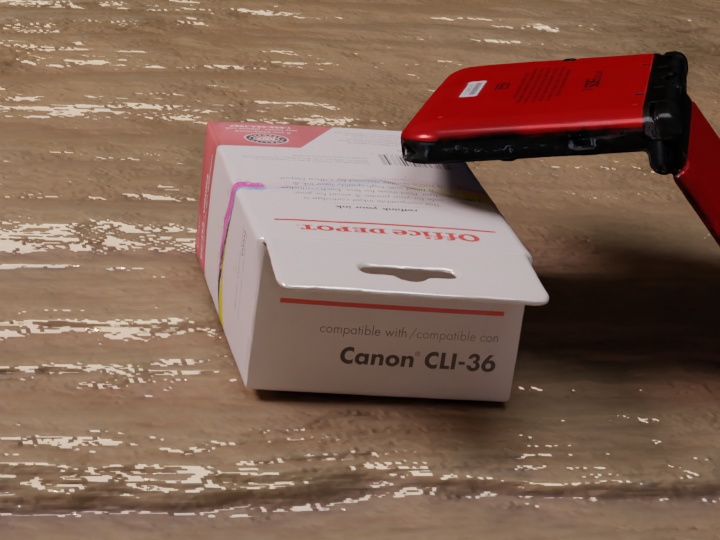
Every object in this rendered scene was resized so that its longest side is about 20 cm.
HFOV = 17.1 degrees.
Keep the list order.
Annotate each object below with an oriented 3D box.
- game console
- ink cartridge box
[{"bbox_3d":[0.116,-0.028,1.081,0.171,0.120,0.200,-3,11,9],"label":"game console"},{"bbox_3d":[0.000,0.000,1.012,0.116,0.068,0.200,3,20,-12],"label":"ink cartridge box"}]
